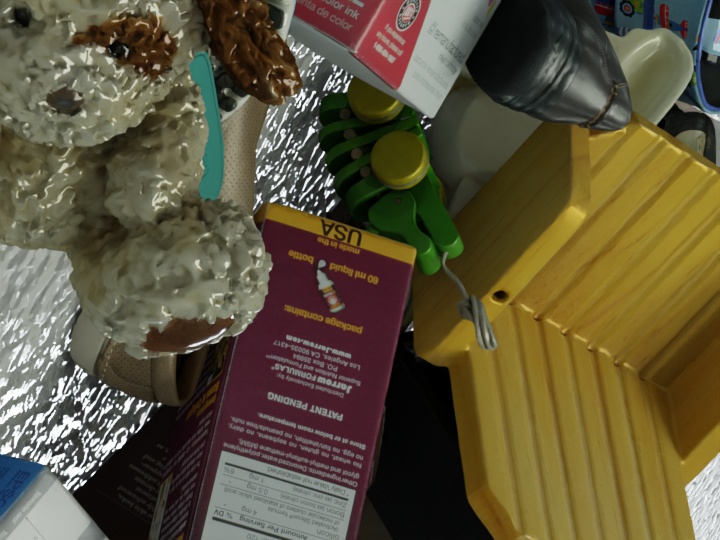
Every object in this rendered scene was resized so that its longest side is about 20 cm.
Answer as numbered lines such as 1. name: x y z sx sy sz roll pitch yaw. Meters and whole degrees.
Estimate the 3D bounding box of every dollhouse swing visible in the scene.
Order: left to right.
1. dollhouse swing: 0.151 0.053 1.575 0.200 0.176 0.182 30 112 -33

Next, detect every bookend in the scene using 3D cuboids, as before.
1. bookend: 0.120 0.122 1.701 0.198 0.200 0.092 -13 151 -36

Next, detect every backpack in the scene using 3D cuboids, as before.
1. backpack: 0.206 -0.185 1.787 0.200 0.134 0.183 -16 123 -66

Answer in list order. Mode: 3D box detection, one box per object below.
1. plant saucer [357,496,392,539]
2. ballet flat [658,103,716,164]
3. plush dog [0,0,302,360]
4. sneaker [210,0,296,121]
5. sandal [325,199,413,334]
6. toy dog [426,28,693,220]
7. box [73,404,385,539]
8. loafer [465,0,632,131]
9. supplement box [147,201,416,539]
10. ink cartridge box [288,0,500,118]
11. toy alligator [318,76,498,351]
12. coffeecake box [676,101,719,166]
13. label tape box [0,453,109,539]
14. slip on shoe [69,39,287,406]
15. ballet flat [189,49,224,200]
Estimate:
1. plant saucer: 0.017 0.175 1.775 0.200 0.200 0.030 -46 130 -33
2. ballet flat: 0.176 -0.065 1.754 0.200 0.057 0.067 -109 -158 -80
3. plush dog: -0.116 -0.080 1.183 0.161 0.200 0.172 -87 -164 -46
4. sneaker: -0.043 -0.152 1.348 0.200 0.078 0.090 -62 171 20
5. sandal: 0.000 0.001 1.673 0.201 0.057 0.080 106 -18 -46
6. toy dog: 0.094 -0.050 1.711 0.200 0.139 0.194 102 6 -66
7. box: -0.082 0.130 1.607 0.200 0.100 0.075 -43 155 -37
8. loafer: 0.088 -0.129 1.564 0.073 0.072 0.200 -49 -153 21
9. supplement box: -0.044 0.082 1.502 0.110 0.085 0.200 134 -30 -65
10. ink cartridge box: 0.035 -0.193 1.463 0.200 0.083 0.146 -60 160 0
11. toy alligator: 0.016 -0.037 1.555 0.054 0.200 0.059 -21 153 4
12. coffeecake box: 0.183 -0.034 1.866 0.153 0.200 0.073 -39 153 -43
13. label tape box: -0.155 0.209 1.446 0.144 0.063 0.200 -50 120 -25
14. slip on shoe: -0.075 -0.027 1.461 0.200 0.061 0.076 -63 160 9
15. ballet flat: -0.093 -0.107 1.289 0.068 0.075 0.200 -44 151 -44
